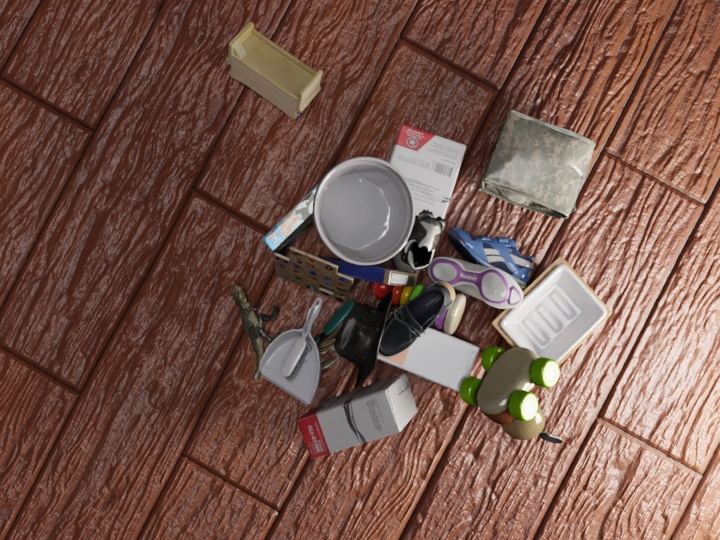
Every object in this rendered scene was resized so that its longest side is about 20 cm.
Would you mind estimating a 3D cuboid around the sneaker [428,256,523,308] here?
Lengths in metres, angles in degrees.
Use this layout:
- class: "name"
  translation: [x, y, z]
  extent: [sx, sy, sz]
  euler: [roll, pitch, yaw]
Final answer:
- class: "sneaker"
  translation: [0.239, 0.016, 1.423]
  extent: [0.197, 0.100, 0.076]
  euler: [23, 99, 12]

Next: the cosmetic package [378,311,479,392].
- class: "cosmetic package"
  translation: [0.135, 0.168, 1.441]
  extent: [0.197, 0.071, 0.103]
  euler: [21, 88, 2]

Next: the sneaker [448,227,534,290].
- class: "sneaker"
  translation: [0.274, -0.039, 1.448]
  extent: [0.198, 0.074, 0.083]
  euler: [32, 86, -4]

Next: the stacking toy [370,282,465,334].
- class: "stacking toy"
  translation: [0.114, 0.057, 1.438]
  extent: [0.197, 0.085, 0.087]
  euler: [22, 88, 18]

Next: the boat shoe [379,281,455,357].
- class: "boat shoe"
  translation: [0.101, 0.097, 1.366]
  extent: [0.200, 0.062, 0.075]
  euler: [-42, 80, 16]

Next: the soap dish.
- class: "soap dish"
  translation: [0.389, 0.097, 1.431]
  extent: [0.200, 0.081, 0.158]
  euler: [-43, 87, -1]

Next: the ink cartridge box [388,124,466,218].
- class: "ink cartridge box"
  translation: [0.120, -0.179, 1.449]
  extent: [0.142, 0.084, 0.203]
  euler: [18, 88, 2]

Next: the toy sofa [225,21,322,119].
- class: "toy sofa"
  translation: [-0.184, -0.422, 1.479]
  extent: [0.199, 0.098, 0.083]
  euler: [34, 64, 3]

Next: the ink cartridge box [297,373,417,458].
- class: "ink cartridge box"
  translation: [-0.002, 0.284, 1.370]
  extent: [0.198, 0.144, 0.085]
  euler: [-23, 87, 19]

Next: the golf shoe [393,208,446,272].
- class: "golf shoe"
  translation: [0.103, -0.034, 1.386]
  extent: [0.077, 0.201, 0.096]
  euler: [20, 57, -2]

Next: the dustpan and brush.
- class: "dustpan and brush"
  translation: [-0.118, 0.149, 1.400]
  extent: [0.138, 0.057, 0.202]
  euler: [26, 87, 22]

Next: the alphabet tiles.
- class: "alphabet tiles"
  translation: [-0.096, 0.008, 1.393]
  extent: [0.165, 0.200, 0.008]
  euler: [22, 70, 3]

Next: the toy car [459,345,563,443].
- class: "toy car"
  translation: [0.325, 0.269, 1.378]
  extent: [0.158, 0.163, 0.201]
  euler: [-49, 118, -22]

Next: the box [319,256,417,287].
- class: "box"
  translation: [0.000, 0.000, 1.390]
  extent: [0.197, 0.121, 0.033]
  euler: [10, 92, 30]

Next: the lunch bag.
- class: "lunch bag"
  translation: [0.365, -0.212, 1.428]
  extent: [0.197, 0.118, 0.166]
  euler: [22, 87, 7]

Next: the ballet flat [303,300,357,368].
- class: "ballet flat"
  translation: [-0.063, 0.152, 1.456]
  extent: [0.200, 0.068, 0.072]
  euler: [-45, 107, 0]

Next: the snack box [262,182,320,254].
- class: "snack box"
  translation: [-0.113, -0.116, 1.437]
  extent: [0.200, 0.116, 0.037]
  euler: [-44, 87, 0]

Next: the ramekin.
- class: "ramekin"
  translation: [-0.002, -0.114, 1.338]
  extent: [0.196, 0.105, 0.204]
  euler: [-1, 94, -14]

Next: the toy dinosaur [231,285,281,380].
- class: "toy dinosaur"
  translation: [-0.211, 0.122, 1.466]
  extent: [0.087, 0.047, 0.203]
  euler: [-16, 88, 16]

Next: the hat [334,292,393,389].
- class: "hat"
  translation: [-0.005, 0.125, 1.365]
  extent: [0.080, 0.201, 0.204]
  euler: [21, 88, -7]
